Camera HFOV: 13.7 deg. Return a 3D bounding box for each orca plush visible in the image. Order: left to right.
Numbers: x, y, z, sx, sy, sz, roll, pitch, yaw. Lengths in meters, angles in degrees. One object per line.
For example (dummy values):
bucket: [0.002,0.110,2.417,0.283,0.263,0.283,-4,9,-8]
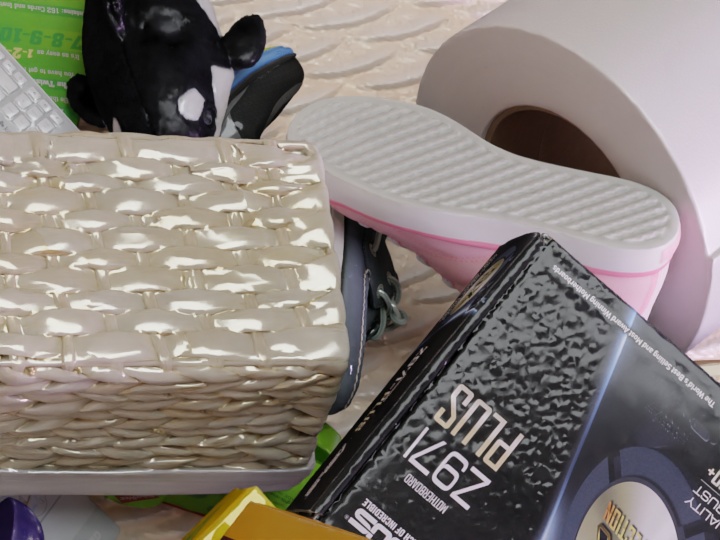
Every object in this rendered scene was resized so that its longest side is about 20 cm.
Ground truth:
orca plush: [-0.103,-0.140,1.503,0.105,0.071,0.200,-2,56,20]

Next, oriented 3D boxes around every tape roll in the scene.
tape roll: [0.145,-0.065,1.545,0.139,0.203,0.203,-34,80,-33]

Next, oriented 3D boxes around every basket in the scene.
basket: [-0.112,0.019,1.371,0.199,0.123,0.136,0,62,-18]

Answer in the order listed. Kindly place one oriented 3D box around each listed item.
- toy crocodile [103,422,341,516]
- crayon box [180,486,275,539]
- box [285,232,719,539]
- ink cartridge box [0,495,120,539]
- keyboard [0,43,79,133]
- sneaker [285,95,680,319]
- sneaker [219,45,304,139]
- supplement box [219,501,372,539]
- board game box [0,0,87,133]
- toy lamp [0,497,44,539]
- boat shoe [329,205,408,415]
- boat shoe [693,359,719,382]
toy crocodile: [-0.073,0.097,1.459,0.200,0.062,0.068,24,57,-15]
crayon box: [-0.045,0.227,1.350,0.173,0.058,0.200,-44,94,-15]
box: [0.095,0.109,1.334,0.200,0.086,0.164,41,81,-5]
ink cartridge box: [-0.232,0.114,1.399,0.200,0.057,0.163,48,54,-18]
keyboard: [-0.207,-0.105,1.504,0.200,0.011,0.056,47,57,8]
sneaker: [0.053,-0.011,1.473,0.200,0.105,0.075,18,45,11]
sneaker: [-0.073,-0.026,1.517,0.083,0.071,0.200,29,61,-12]
supplement box: [-0.012,0.238,1.237,0.197,0.133,0.200,43,77,-20]
board game box: [-0.187,-0.099,1.529,0.095,0.030,0.200,18,55,-12]
toy lamp: [-0.080,0.156,1.411,0.200,0.058,0.058,19,57,-22]
boat shoe: [0.000,0.000,1.508,0.062,0.073,0.200,18,38,-13]
boat shoe: [0.144,0.083,1.475,0.200,0.072,0.072,0,82,-24]
